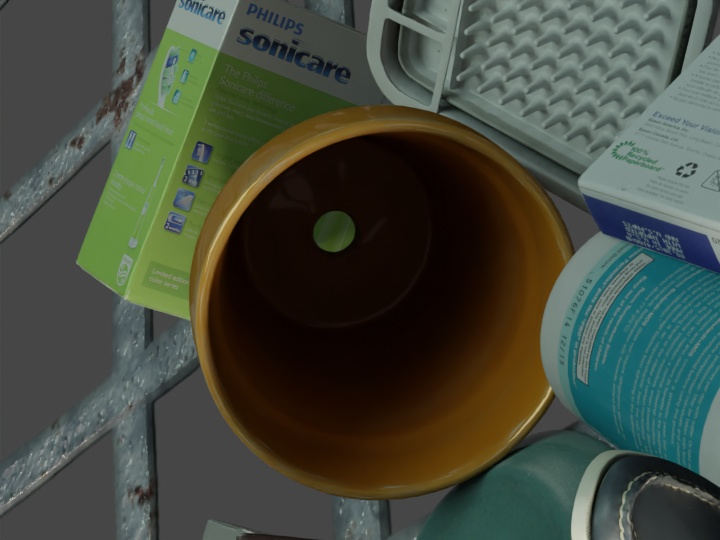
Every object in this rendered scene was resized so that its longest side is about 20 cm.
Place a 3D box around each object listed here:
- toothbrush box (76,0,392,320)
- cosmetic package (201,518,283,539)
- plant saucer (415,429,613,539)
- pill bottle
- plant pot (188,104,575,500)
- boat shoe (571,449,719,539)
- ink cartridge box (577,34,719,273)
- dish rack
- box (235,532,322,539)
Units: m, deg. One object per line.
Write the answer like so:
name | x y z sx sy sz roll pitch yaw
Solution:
toothbrush box | -0.065 -0.065 1.334 0.086 0.145 0.201 32 102 57
cosmetic package | -0.056 0.249 1.224 0.107 0.090 0.201 11 81 57
plant saucer | 0.074 0.176 1.112 0.200 0.036 0.201 -31 50 46
pill bottle | 0.172 0.054 0.956 0.200 0.111 0.111 38 106 56
plant pot | 0.000 0.000 1.181 0.201 0.200 0.183 -66 15 9
boat shoe | 0.155 0.135 0.864 0.062 0.200 0.075 6 59 47
ink cartridge box | 0.227 -0.070 0.943 0.200 0.043 0.196 -44 36 -18
dish rack | 0.097 -0.131 1.124 0.200 0.043 0.172 32 131 28
box | 0.057 0.213 0.957 0.200 0.164 0.167 0 79 42
